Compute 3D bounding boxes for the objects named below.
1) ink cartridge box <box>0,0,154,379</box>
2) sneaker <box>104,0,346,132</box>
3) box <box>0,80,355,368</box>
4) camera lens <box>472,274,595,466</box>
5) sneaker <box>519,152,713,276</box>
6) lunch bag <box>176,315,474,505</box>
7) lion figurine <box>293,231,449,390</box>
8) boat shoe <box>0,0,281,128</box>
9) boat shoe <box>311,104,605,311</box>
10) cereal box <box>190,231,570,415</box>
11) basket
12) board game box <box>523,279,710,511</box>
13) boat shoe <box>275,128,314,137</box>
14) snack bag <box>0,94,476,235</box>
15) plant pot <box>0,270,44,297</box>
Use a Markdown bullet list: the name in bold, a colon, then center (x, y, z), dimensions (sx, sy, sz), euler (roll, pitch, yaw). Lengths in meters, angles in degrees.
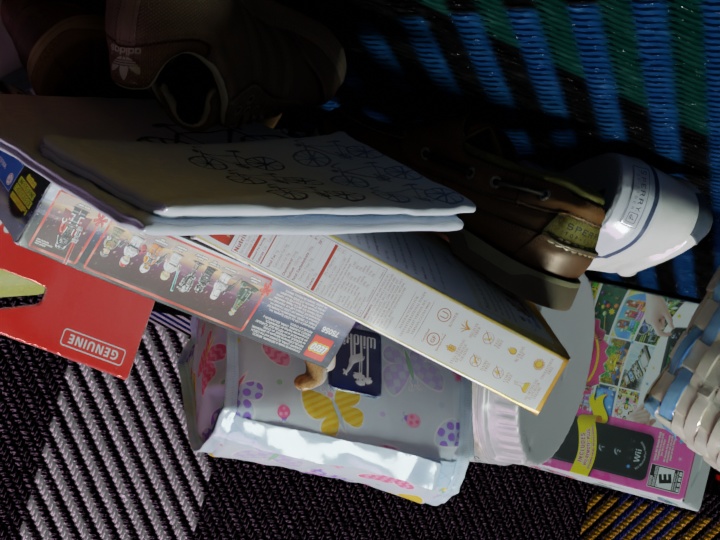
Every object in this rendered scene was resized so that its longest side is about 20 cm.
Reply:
- **ink cartridge box**: center (-0.173, -0.051, 1.199), dimensions (0.199, 0.178, 0.045), euler (22, 172, -32)
- **sneaker**: center (-0.070, -0.098, 1.032), dimensions (0.070, 0.076, 0.200), euler (12, 172, 25)
- **box**: center (-0.108, -0.027, 1.118), dimensions (0.199, 0.040, 0.137), euler (24, -165, -38)
- **camera lens**: center (0.053, 0.049, 1.590), dimensions (0.198, 0.161, 0.160), euler (12, 173, 25)
- **sneaker**: center (0.125, -0.021, 1.225), dimensions (0.070, 0.074, 0.200), euler (22, 172, -20)
- **lunch bag**: center (-0.021, 0.067, 1.398), dimensions (0.168, 0.128, 0.200), euler (13, -160, -12)
- **lion figurine**: center (0.000, 0.000, 1.258), dimensions (0.198, 0.124, 0.072), euler (-9, -170, 18)
- **boat shoe**: center (-0.115, -0.109, 1.157), dimensions (0.072, 0.072, 0.199), euler (46, -159, 29)
- **boat shoe**: center (0.056, -0.052, 1.174), dimensions (0.199, 0.068, 0.072), euler (34, -165, 36)
- **cereal box**: center (0.004, -0.006, 1.120), dimensions (0.199, 0.040, 0.144), euler (27, -168, -13)
- **basket**: center (0.279, 0.073, 1.238), dimensions (0.199, 0.177, 0.139), euler (34, -177, 28)
- **board game box**: center (0.174, 0.085, 1.654), dimensions (0.198, 0.149, 0.064), euler (12, 175, 25)
- **boat shoe**: center (0.024, -0.036, 1.345), dimensions (0.092, 0.075, 0.199), euler (-2, 166, 41)
- **snack bag**: center (-0.076, -0.055, 1.016), dimensions (0.187, 0.022, 0.199), euler (-2, -160, -40)
- **plant pot**: center (-0.296, -0.054, 1.547), dimensions (0.183, 0.202, 0.200), euler (7, -179, -40)
